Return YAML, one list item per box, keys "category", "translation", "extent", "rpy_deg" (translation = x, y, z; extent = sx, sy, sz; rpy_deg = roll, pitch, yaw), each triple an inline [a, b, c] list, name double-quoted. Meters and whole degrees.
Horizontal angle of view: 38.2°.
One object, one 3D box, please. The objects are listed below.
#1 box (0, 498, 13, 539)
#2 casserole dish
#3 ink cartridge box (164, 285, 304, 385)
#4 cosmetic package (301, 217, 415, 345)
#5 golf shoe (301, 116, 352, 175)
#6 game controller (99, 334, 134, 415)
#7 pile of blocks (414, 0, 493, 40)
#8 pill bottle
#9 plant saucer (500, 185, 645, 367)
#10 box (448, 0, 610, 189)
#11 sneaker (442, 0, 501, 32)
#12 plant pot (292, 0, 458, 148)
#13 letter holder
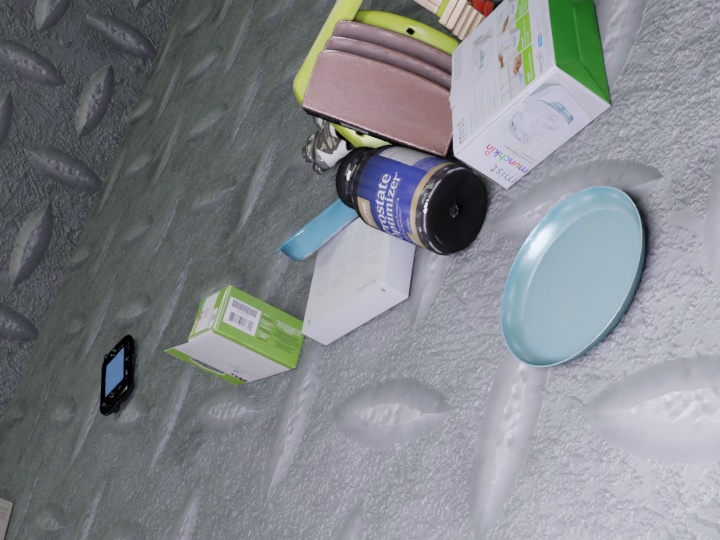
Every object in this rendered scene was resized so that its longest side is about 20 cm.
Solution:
- category: "box"
  translation: [-0.938, 0.660, 2.521]
  extent: [0.128, 0.108, 0.202]
  rpy_deg: [-42, 32, 35]
- category: "casserole dish"
  translation: [-0.042, -0.075, 1.540]
  extent: [0.199, 0.039, 0.121]
  rpy_deg: [-39, 5, -9]
- category: "ink cartridge box"
  translation: [-0.198, 0.107, 1.616]
  extent: [0.199, 0.147, 0.077]
  rpy_deg: [-22, 46, 54]
- category: "cosmetic package"
  translation: [0.000, 0.000, 1.458]
  extent: [0.199, 0.051, 0.153]
  rpy_deg: [-32, 37, 47]
- category: "golf shoe"
  translation: [-0.036, -0.253, 1.761]
  extent: [0.093, 0.078, 0.203]
  rpy_deg: [-19, 49, 32]
- category: "game controller"
  translation: [-0.523, 0.223, 2.236]
  extent: [0.105, 0.042, 0.201]
  rpy_deg: [-53, 28, 20]
- category: "pile of blocks"
  translation: [0.154, -0.360, 1.443]
  extent: [0.200, 0.081, 0.063]
  rpy_deg: [49, 125, 28]
- category: "pill bottle"
  translation: [0.058, -0.097, 1.322]
  extent: [0.199, 0.111, 0.113]
  rpy_deg: [24, 86, 49]
- category: "plant saucer"
  translation: [0.220, 0.009, 1.067]
  extent: [0.200, 0.027, 0.202]
  rpy_deg: [-44, 32, 36]
- category: "box"
  translation: [0.197, -0.236, 1.260]
  extent: [0.176, 0.096, 0.202]
  rpy_deg: [-41, 33, 39]
- category: "sneaker"
  translation: [0.186, -0.409, 1.480]
  extent: [0.200, 0.074, 0.088]
  rpy_deg: [-47, 37, 33]
- category: "plant pot"
  translation: [0.010, -0.284, 1.503]
  extent: [0.202, 0.180, 0.199]
  rpy_deg: [-60, 7, 5]
- category: "letter holder"
  translation: [0.039, -0.245, 1.364]
  extent: [0.101, 0.197, 0.144]
  rpy_deg: [-66, -5, -86]
